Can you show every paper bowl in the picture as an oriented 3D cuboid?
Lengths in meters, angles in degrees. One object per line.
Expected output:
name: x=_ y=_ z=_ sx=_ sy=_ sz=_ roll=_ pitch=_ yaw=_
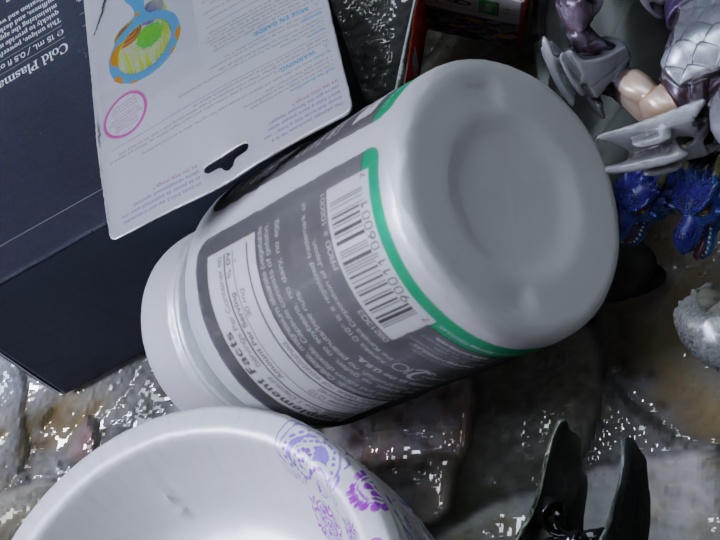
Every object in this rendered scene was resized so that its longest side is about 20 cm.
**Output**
paper bowl: x=-0.051 y=0.164 z=0.801 sx=0.199 sy=0.104 sz=0.202 roll=-13 pitch=60 yaw=24

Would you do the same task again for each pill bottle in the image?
pill bottle: x=0.000 y=0.000 z=0.804 sx=0.200 sy=0.113 sz=0.114 roll=-25 pitch=51 yaw=50

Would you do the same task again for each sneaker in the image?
sneaker: x=0.056 y=0.161 z=0.722 sx=0.060 sy=0.105 sz=0.200 roll=12 pitch=52 yaw=35
sneaker: x=0.115 y=-0.077 z=0.861 sx=0.090 sy=0.076 sz=0.202 roll=9 pitch=80 yaw=25

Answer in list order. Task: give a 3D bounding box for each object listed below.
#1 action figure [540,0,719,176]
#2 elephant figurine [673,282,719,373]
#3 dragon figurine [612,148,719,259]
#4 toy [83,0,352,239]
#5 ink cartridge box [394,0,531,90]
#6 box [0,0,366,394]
action figure: x=0.129 y=-0.112 z=0.763 sx=0.129 sy=0.070 sz=0.201 roll=-14 pitch=48 yaw=3
elephant figurine: x=0.212 y=0.096 z=0.677 sx=0.198 sy=0.142 sz=0.156 roll=-4 pitch=49 yaw=20
dragon figurine: x=0.180 y=-0.073 z=0.796 sx=0.059 sy=0.099 sz=0.200 roll=36 pitch=86 yaw=36
toy: x=-0.059 y=-0.105 z=0.851 sx=0.115 sy=0.047 sz=0.201 roll=-27 pitch=51 yaw=18
ink cartridge box: x=0.057 y=-0.146 z=0.882 sx=0.050 sy=0.109 sz=0.202 roll=12 pitch=87 yaw=4
box: x=-0.107 y=-0.074 z=0.954 sx=0.199 sy=0.104 sz=0.183 roll=-27 pitch=55 yaw=14
